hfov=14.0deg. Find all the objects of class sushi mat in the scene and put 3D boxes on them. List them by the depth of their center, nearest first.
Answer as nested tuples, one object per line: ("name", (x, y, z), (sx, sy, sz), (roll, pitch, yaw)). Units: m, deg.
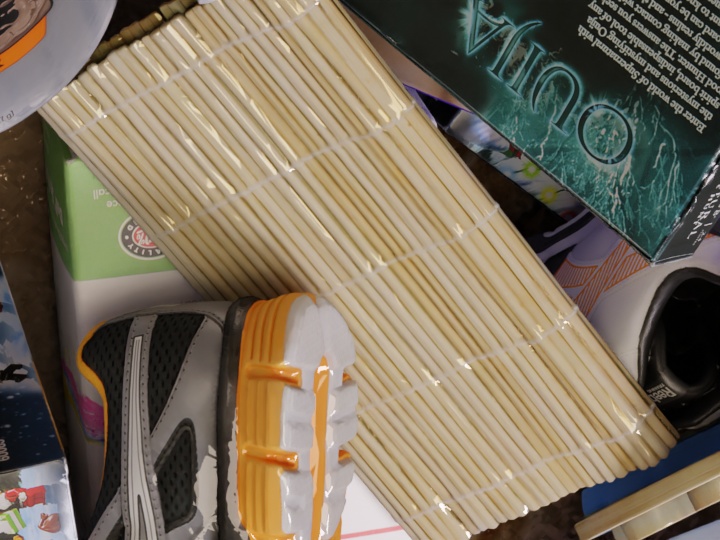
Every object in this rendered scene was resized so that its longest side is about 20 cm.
("sushi mat", (0.000, 0.000, 0.855), (0.095, 0.012, 0.200), (-26, 117, 28))

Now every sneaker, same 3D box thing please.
("sneaker", (-0.048, 0.103, 0.863), (0.077, 0.078, 0.202), (6, 95, 19))
("sneaker", (0.075, 0.026, 0.916), (0.073, 0.080, 0.200), (22, 135, -19))

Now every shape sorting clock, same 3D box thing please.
("shape sorting clock", (0.160, 0.044, 0.931), (0.199, 0.200, 0.039), (-28, 86, -4))

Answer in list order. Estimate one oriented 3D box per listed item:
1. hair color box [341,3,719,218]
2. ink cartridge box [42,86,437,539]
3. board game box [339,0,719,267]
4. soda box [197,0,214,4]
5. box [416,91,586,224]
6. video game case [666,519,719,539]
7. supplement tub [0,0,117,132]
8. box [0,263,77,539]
("hair color box", (0.070, -0.092, 0.837), (0.065, 0.199, 0.110), (-13, 122, -54))
("ink cartridge box", (-0.035, 0.041, 0.928), (0.116, 0.067, 0.201), (-7, 113, -12))
("board game box", (0.045, -0.115, 0.794), (0.028, 0.200, 0.136), (-13, 139, -55))
("soda box", (-0.048, -0.179, 0.776), (0.063, 0.068, 0.201), (-21, 81, -8))
("box", (0.130, -0.092, 0.940), (0.137, 0.040, 0.200), (34, 99, -27))
("video game case", (0.169, 0.135, 1.026), (0.199, 0.023, 0.183), (-20, 136, -9))
("supplement tub", (-0.132, -0.118, 0.749), (0.122, 0.123, 0.200), (-27, 160, -5))
("box", (-0.107, 0.074, 0.845), (0.037, 0.200, 0.137), (-11, 114, -10))
